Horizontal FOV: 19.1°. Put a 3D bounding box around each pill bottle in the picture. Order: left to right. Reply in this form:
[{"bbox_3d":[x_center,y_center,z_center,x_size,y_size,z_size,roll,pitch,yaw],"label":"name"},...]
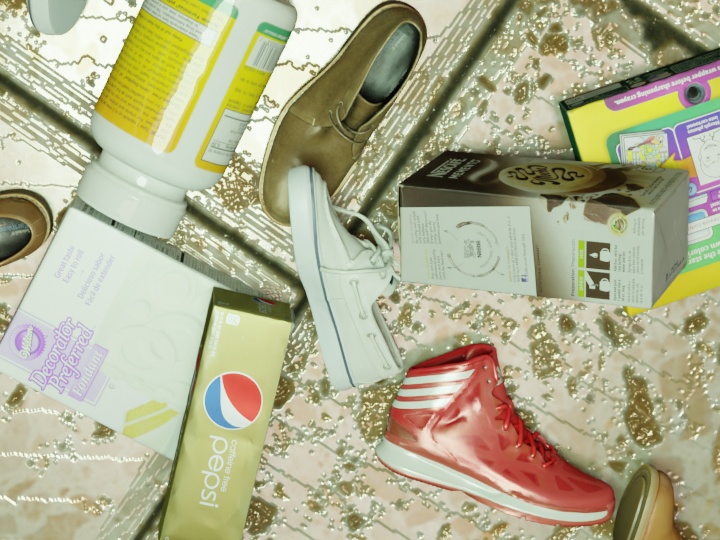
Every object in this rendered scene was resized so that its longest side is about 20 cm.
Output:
[{"bbox_3d":[-0.137,-0.131,1.630,0.112,0.113,0.201,25,99,-7],"label":"pill bottle"}]

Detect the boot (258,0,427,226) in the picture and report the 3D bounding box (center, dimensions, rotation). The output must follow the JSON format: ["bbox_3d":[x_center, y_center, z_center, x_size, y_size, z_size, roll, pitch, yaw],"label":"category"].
[{"bbox_3d":[-0.016,-0.118,1.658,0.073,0.076,0.201,31,100,-13],"label":"boot"}]

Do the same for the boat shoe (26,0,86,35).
[{"bbox_3d":[-0.244,-0.281,1.626,0.069,0.071,0.202,9,106,23],"label":"boat shoe"}]

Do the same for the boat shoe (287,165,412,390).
[{"bbox_3d":[0.000,0.003,1.658,0.085,0.075,0.203,-10,120,7],"label":"boat shoe"}]

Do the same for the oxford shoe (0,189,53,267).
[{"bbox_3d":[-0.340,-0.014,1.665,0.199,0.071,0.072,-19,103,3],"label":"oxford shoe"}]

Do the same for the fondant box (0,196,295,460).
[{"bbox_3d":[-0.171,0.053,1.692,0.199,0.058,0.145,28,99,-7],"label":"fondant box"}]

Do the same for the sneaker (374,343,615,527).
[{"bbox_3d":[0.120,0.128,1.711,0.199,0.078,0.116,15,101,-7],"label":"sneaker"}]

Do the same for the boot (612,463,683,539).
[{"bbox_3d":[0.282,0.255,1.741,0.154,0.077,0.202,3,103,-2],"label":"boot"}]

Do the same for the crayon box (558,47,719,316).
[{"bbox_3d":[0.277,-0.079,1.688,0.199,0.058,0.174,-18,102,2],"label":"crayon box"}]

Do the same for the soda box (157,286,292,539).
[{"bbox_3d":[-0.105,0.120,1.645,0.064,0.068,0.201,12,101,-7],"label":"soda box"}]

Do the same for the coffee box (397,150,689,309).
[{"bbox_3d":[0.139,-0.034,1.623,0.199,0.113,0.080,6,109,21],"label":"coffee box"}]
